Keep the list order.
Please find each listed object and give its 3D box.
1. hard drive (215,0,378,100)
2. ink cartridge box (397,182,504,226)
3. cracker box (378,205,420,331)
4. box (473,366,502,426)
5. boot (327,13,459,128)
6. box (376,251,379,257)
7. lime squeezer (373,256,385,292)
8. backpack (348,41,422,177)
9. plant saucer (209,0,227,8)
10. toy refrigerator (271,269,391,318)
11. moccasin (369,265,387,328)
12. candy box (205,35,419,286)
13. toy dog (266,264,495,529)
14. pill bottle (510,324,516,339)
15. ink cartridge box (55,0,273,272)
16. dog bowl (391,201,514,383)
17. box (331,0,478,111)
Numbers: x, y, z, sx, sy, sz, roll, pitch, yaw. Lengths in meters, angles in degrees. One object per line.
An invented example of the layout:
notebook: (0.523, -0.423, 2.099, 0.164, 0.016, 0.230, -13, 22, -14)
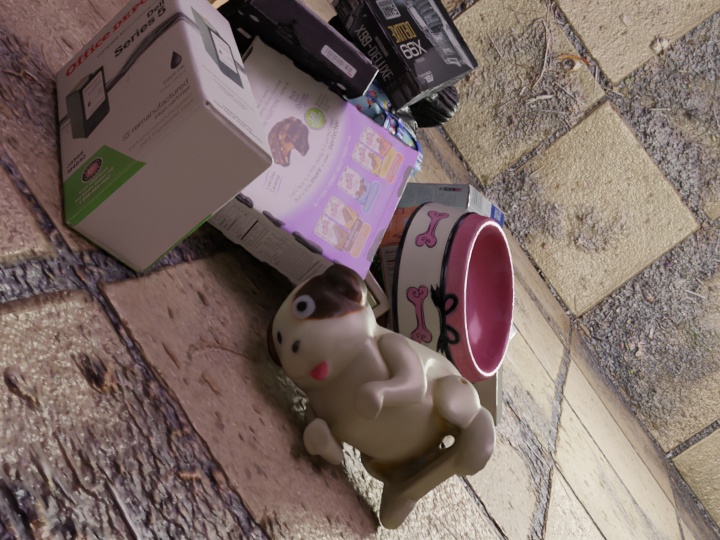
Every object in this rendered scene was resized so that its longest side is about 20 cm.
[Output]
hard drive: (-0.077, -0.223, 0.979, 0.139, 0.038, 0.199, 36, -10, -21)
ink cartridge box: (0.102, -0.097, 1.493, 0.196, 0.197, 0.044, 20, 77, -66)
cracker box: (0.062, 0.040, 1.137, 0.134, 0.057, 0.204, -80, 162, -71)
box: (0.145, 0.091, 1.231, 0.082, 0.067, 0.204, -1, 92, -77)
boot: (0.035, -0.282, 1.399, 0.157, 0.080, 0.211, 27, 10, -39)
box: (0.067, 0.010, 1.326, 0.202, 0.036, 0.144, 58, -2, -16)
lime squeezer: (0.000, 0.000, 1.265, 0.200, 0.037, 0.072, 45, 48, -38)
backpack: (-0.034, -0.186, 1.245, 0.200, 0.181, 0.136, 45, 20, -51)
plant saucer: (-0.141, -0.218, 1.090, 0.201, 0.048, 0.201, 49, 57, -21)
toy refrigerator: (-0.056, -0.022, 0.989, 0.202, 0.075, 0.070, 56, -12, 3)
moccasin: (-0.027, -0.006, 1.077, 0.077, 0.073, 0.205, -10, 83, -50)
candy box: (-0.063, -0.094, 0.924, 0.199, 0.071, 0.169, 34, 56, -12)
toy dog: (0.011, 0.088, 0.855, 0.200, 0.139, 0.195, 42, 38, -17)
pill bottle: (0.143, 0.035, 1.469, 0.201, 0.109, 0.110, 54, 15, -1)
ink cartridge box: (-0.163, -0.124, 0.776, 0.084, 0.145, 0.202, 38, 21, -42)
dog bowl: (0.105, 0.028, 1.032, 0.199, 0.073, 0.204, -6, 97, -63)
box: (0.063, -0.305, 1.269, 0.159, 0.049, 0.200, 59, 34, -2)
